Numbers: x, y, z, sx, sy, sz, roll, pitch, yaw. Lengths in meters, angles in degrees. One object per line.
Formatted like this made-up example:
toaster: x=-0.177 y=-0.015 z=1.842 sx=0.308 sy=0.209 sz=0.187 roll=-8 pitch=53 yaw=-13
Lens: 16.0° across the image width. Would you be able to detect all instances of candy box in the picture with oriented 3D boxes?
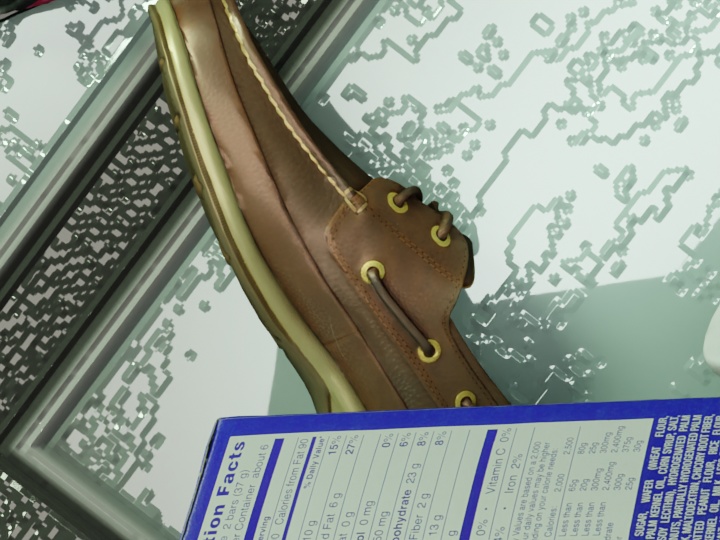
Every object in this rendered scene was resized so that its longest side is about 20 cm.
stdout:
candy box: x=0.068 y=0.116 z=0.703 sx=0.199 sy=0.077 sz=0.169 roll=-4 pitch=136 yaw=26

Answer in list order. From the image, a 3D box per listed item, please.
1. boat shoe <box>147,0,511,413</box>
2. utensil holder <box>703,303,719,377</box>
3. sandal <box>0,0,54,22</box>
boat shoe: x=0.000 y=0.000 z=0.770 sx=0.067 sy=0.072 sz=0.201 roll=-27 pitch=100 yaw=1
utensil holder: x=0.224 y=0.031 z=0.710 sx=0.200 sy=0.170 sz=0.170 roll=43 pitch=96 yaw=-4
sandal: x=-0.099 y=-0.111 z=0.774 sx=0.199 sy=0.045 sz=0.075 roll=-29 pitch=93 yaw=6
